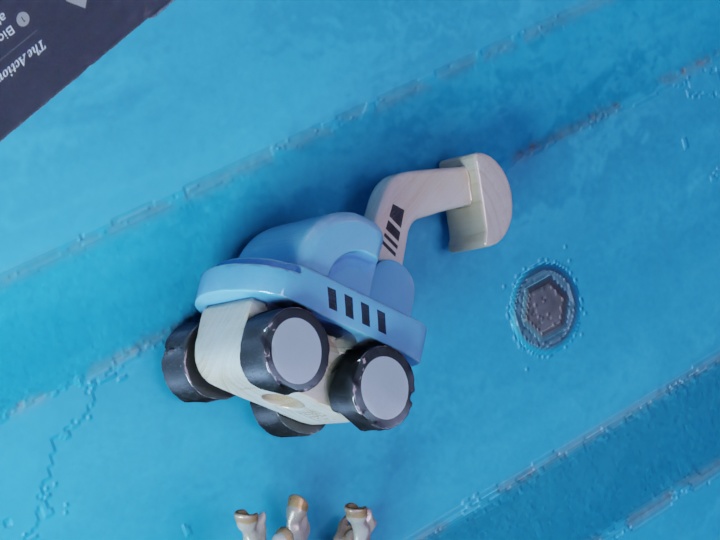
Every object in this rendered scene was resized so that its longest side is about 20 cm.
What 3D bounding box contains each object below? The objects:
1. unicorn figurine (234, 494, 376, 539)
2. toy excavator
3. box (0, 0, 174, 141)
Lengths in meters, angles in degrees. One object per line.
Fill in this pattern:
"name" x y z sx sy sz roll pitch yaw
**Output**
"unicorn figurine" -0.056 0.203 1.259 0.199 0.074 0.138 1 102 -41
"toy excavator" 0.000 0.000 1.291 0.194 0.100 0.201 25 69 -35
"box" -0.230 -0.161 1.081 0.197 0.117 0.200 -43 121 -22
